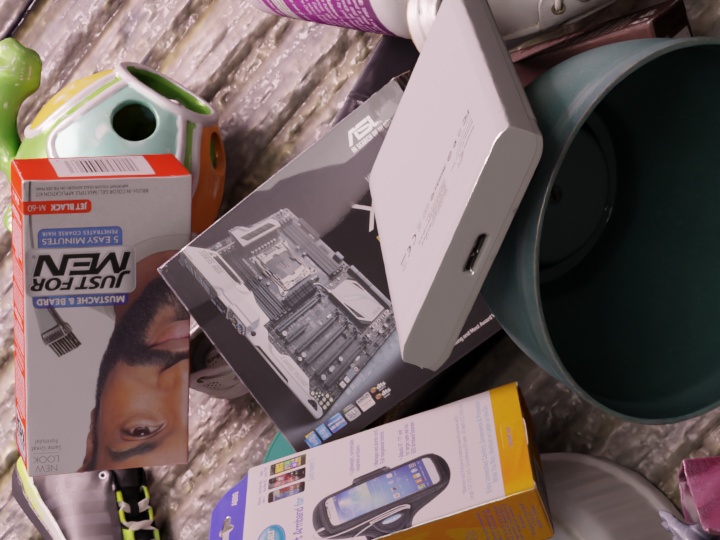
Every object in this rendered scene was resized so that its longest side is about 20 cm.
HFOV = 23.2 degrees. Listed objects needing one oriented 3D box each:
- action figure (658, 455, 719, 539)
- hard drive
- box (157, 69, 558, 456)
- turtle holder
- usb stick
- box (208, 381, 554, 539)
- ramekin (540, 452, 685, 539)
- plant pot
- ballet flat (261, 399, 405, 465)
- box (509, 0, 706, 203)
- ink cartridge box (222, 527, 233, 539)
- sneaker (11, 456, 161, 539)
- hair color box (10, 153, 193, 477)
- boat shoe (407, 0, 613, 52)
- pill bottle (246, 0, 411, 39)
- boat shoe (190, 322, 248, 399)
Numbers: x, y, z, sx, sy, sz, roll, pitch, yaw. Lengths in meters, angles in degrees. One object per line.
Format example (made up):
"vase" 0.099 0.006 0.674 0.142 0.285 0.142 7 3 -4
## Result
"action figure" 0.264 0.111 0.927 0.200 0.149 0.134 -24 80 -4
"hard drive" 0.045 -0.055 0.910 0.200 0.026 0.132 -98 28 -62
"box" 0.000 0.000 1.071 0.200 0.050 0.158 -37 91 20
"turtle holder" -0.177 -0.082 1.240 0.185 0.141 0.132 40 108 30
"usb stick" -0.005 -0.068 1.156 0.055 0.033 0.200 24 80 22
"box" 0.009 0.138 1.021 0.200 0.119 0.042 -20 114 10
"ramekin" 0.104 0.211 1.056 0.202 0.094 0.203 -3 84 33
"plant pot" 0.133 -0.032 0.941 0.134 0.200 0.201 23 99 55
"ballet flat" 0.003 0.084 1.152 0.071 0.065 0.200 43 110 23
"box" 0.114 -0.086 1.072 0.200 0.075 0.100 -15 102 30
"ink cartridge box" -0.057 0.262 1.091 0.084 0.145 0.200 21 119 33
"sneaker" -0.182 0.175 1.262 0.200 0.072 0.083 41 106 29
"hair color box" -0.170 0.029 1.151 0.064 0.111 0.200 -134 44 -65
"boat shoe" 0.119 -0.181 1.019 0.069 0.200 0.071 13 131 63
"pill bottle" 0.014 -0.209 1.130 0.200 0.112 0.113 17 95 41
"boat shoe" -0.055 0.027 1.192 0.200 0.069 0.071 -39 67 25
